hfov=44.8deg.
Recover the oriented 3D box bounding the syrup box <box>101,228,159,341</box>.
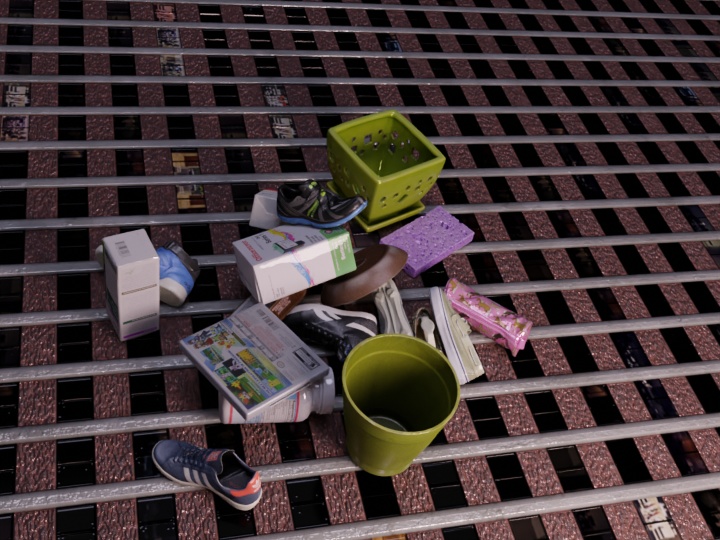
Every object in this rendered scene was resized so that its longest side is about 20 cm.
[{"bbox_3d":[-0.416,0.029,1.589,0.081,0.201,0.079,-16,51,-28],"label":"syrup box"}]

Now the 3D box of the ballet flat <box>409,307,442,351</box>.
[{"bbox_3d":[0.131,0.154,1.688,0.067,0.076,0.202,-1,48,-11],"label":"ballet flat"}]

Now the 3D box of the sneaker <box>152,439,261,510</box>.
[{"bbox_3d":[-0.250,0.316,1.437,0.198,0.085,0.075,21,46,7],"label":"sneaker"}]

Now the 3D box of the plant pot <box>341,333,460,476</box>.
[{"bbox_3d":[0.051,0.248,1.498,0.198,0.194,0.202,7,46,-7],"label":"plant pot"}]

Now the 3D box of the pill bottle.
[{"bbox_3d":[-0.149,0.213,1.542,0.197,0.109,0.110,0,47,-13],"label":"pill bottle"}]

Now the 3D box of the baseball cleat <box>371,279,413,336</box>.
[{"bbox_3d":[0.072,0.109,1.722,0.069,0.106,0.203,-12,76,11],"label":"baseball cleat"}]

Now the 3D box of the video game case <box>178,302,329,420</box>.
[{"bbox_3d":[-0.183,0.151,1.505,0.181,0.022,0.200,-25,52,-36],"label":"video game case"}]

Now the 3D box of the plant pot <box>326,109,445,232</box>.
[{"bbox_3d":[0.043,-0.212,1.941,0.198,0.183,0.199,-22,55,-30],"label":"plant pot"}]

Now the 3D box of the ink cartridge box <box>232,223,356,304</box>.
[{"bbox_3d":[-0.129,-0.027,1.676,0.198,0.085,0.145,-20,27,-17],"label":"ink cartridge box"}]

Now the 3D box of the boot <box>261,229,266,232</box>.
[{"bbox_3d":[-0.137,-0.049,1.828,0.146,0.071,0.199,35,41,31],"label":"boot"}]

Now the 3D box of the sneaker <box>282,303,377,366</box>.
[{"bbox_3d":[-0.059,0.130,1.668,0.197,0.074,0.113,3,46,-11],"label":"sneaker"}]

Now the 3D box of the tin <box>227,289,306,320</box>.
[{"bbox_3d":[-0.185,0.072,1.677,0.111,0.042,0.200,-11,27,42],"label":"tin"}]

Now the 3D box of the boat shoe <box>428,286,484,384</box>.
[{"bbox_3d":[0.185,0.123,1.710,0.061,0.072,0.202,-17,72,0],"label":"boat shoe"}]

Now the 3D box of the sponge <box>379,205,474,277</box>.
[{"bbox_3d":[0.147,-0.066,1.933,0.199,0.030,0.111,-30,60,-35],"label":"sponge"}]

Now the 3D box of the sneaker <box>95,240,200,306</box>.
[{"bbox_3d":[-0.412,-0.019,1.720,0.198,0.077,0.112,25,52,5],"label":"sneaker"}]

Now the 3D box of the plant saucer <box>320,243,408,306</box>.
[{"bbox_3d":[0.000,0.000,1.740,0.199,0.037,0.201,-26,18,9],"label":"plant saucer"}]

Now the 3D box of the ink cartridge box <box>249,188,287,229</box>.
[{"bbox_3d":[-0.161,-0.126,1.851,0.115,0.068,0.200,12,9,0],"label":"ink cartridge box"}]

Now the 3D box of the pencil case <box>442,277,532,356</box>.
[{"bbox_3d":[0.251,0.094,1.770,0.199,0.083,0.087,30,55,14],"label":"pencil case"}]

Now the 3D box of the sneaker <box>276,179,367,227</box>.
[{"bbox_3d":[-0.082,-0.131,1.674,0.197,0.084,0.071,6,29,29],"label":"sneaker"}]
